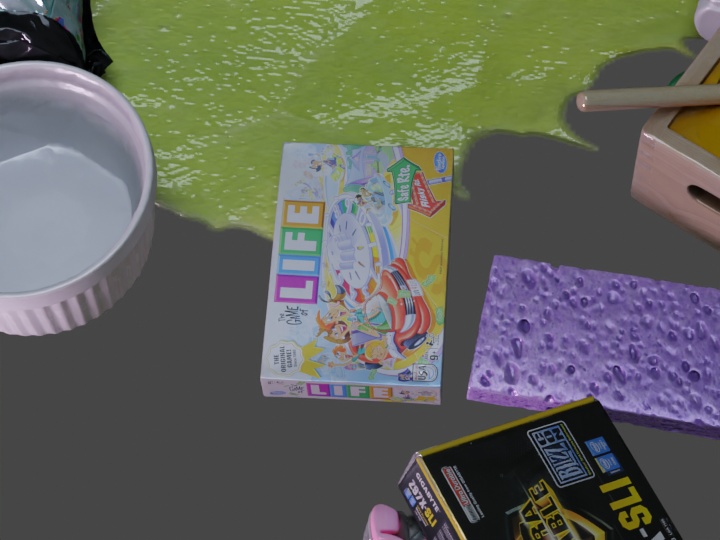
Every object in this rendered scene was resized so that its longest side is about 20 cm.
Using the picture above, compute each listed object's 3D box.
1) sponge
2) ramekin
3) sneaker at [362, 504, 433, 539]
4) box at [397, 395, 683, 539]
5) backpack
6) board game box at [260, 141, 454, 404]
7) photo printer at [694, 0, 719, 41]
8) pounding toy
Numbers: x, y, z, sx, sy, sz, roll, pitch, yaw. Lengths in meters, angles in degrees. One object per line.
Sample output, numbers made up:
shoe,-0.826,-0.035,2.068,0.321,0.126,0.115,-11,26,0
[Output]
sponge,0.185,0.056,1.511,0.199,0.030,0.112,9,64,6
ramekin,-0.247,-0.046,1.538,0.199,0.105,0.201,-1,63,2
sneaker,0.059,0.252,1.402,0.095,0.079,0.201,-3,64,-12
box,0.141,0.197,1.403,0.159,0.049,0.201,-13,61,-31
backpack,-0.284,-0.228,1.618,0.166,0.127,0.201,-4,59,6
board game box,0.000,0.000,1.544,0.134,0.034,0.201,2,64,4
photo printer,0.371,-0.259,1.638,0.166,0.070,0.201,17,66,10
pounding toy,0.287,-0.106,1.525,0.200,0.142,0.184,33,69,17
